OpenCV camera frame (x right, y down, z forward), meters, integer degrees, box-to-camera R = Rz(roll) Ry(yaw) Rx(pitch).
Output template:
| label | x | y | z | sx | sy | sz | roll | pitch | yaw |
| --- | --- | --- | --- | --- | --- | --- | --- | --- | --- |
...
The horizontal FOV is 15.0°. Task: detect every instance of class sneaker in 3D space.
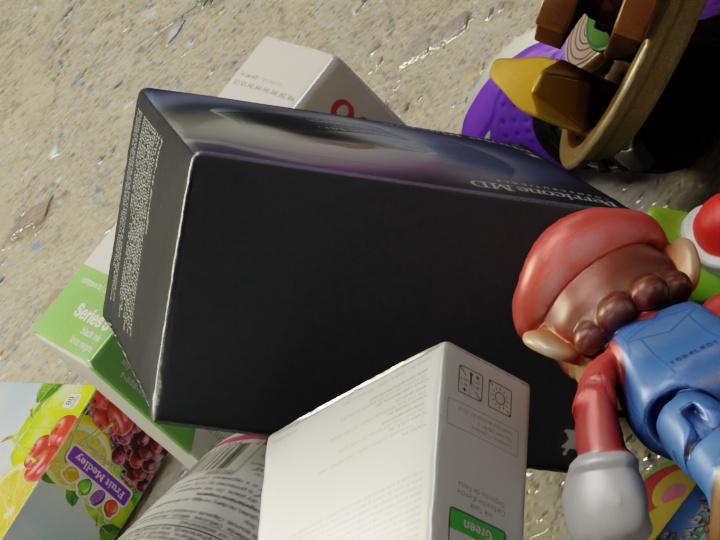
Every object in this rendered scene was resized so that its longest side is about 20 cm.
| label | x | y | z | sx | sy | sz | roll | pitch | yaw |
| --- | --- | --- | --- | --- | --- | --- | --- | --- | --- |
| sneaker | 0.127 | -0.082 | 1.350 | 0.200 | 0.070 | 0.100 | -29 | 35 | 31 |

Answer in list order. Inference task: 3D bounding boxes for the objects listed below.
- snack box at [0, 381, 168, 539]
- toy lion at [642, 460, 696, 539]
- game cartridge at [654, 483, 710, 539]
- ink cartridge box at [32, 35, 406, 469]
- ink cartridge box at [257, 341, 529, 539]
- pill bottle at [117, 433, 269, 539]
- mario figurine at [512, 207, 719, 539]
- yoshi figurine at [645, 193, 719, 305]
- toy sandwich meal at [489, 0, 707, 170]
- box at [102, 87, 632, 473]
| label | x | y | z | sx | sy | sz | roll | pitch | yaw |
| --- | --- | --- | --- | --- | --- | --- | --- | --- | --- |
| snack box | -0.219 | 0.159 | 1.517 | 0.168 | 0.068 | 0.200 | 0 | 52 | 53 |
| toy lion | 0.124 | 0.157 | 1.068 | 0.191 | 0.069 | 0.200 | -38 | 29 | 1 |
| game cartridge | 0.170 | 0.111 | 1.016 | 0.129 | 0.039 | 0.200 | 13 | 50 | 40 |
| ink cartridge box | -0.044 | 0.004 | 1.393 | 0.200 | 0.145 | 0.084 | -52 | 29 | -9 |
| ink cartridge box | 0.008 | 0.138 | 1.029 | 0.109 | 0.050 | 0.201 | -30 | 44 | 41 |
| pill bottle | -0.068 | 0.159 | 1.110 | 0.113 | 0.114 | 0.200 | -21 | 15 | 39 |
| mario figurine | 0.130 | 0.051 | 1.055 | 0.200 | 0.123 | 0.107 | 47 | 125 | 55 |
| yoshi figurine | 0.199 | -0.001 | 1.153 | 0.112 | 0.113 | 0.200 | -17 | -14 | -43 |
| toy sandwich meal | 0.112 | -0.137 | 1.214 | 0.205 | 0.070 | 0.206 | -158 | 90 | -85 |
| box | 0.000 | 0.000 | 1.218 | 0.198 | 0.199 | 0.124 | -134 | 52 | -73 |
